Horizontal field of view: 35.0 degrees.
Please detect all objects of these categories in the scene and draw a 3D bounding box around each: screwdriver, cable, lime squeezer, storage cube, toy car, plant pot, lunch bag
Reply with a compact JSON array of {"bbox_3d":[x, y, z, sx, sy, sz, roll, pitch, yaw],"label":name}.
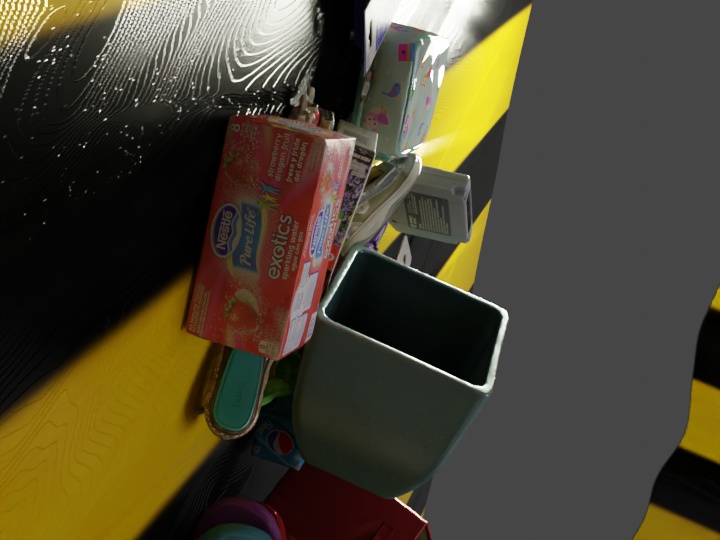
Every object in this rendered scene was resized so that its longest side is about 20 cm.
[{"bbox_3d":[-0.127,0.140,1.189,0.200,0.029,0.028,0,106,-78],"label":"screwdriver"},{"bbox_3d":[-0.071,-0.092,1.171,0.097,0.050,0.201,-86,-163,-60],"label":"cable"},{"bbox_3d":[-0.088,0.108,1.226,0.201,0.037,0.071,-65,149,-51],"label":"lime squeezer"},{"bbox_3d":[-0.031,0.345,1.423,0.171,0.179,0.200,-50,162,-15],"label":"storage cube"},{"bbox_3d":[-0.119,0.314,1.207,0.200,0.173,0.151,48,24,-75],"label":"toy car"},{"bbox_3d":[0.027,0.127,1.253,0.197,0.194,0.201,-61,175,-64],"label":"plant pot"},{"bbox_3d":[0.046,-0.217,1.396,0.200,0.076,0.162,-32,138,-72],"label":"lunch bag"}]

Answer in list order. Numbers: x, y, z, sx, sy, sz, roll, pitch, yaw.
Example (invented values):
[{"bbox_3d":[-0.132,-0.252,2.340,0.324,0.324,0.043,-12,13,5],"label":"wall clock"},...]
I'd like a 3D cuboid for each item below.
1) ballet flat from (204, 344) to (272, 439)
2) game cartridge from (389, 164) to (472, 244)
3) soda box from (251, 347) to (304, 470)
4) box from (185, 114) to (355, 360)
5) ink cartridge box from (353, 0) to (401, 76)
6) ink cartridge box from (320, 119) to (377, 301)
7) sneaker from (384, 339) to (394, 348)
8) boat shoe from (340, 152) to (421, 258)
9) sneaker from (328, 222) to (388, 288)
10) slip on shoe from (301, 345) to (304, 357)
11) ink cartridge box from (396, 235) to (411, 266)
[{"bbox_3d":[-0.111,0.070,1.124,0.202,0.070,0.065,-69,-167,-20],"label":"ballet flat"},{"bbox_3d":[0.091,-0.096,1.611,0.200,0.132,0.042,73,35,-69],"label":"game cartridge"},{"bbox_3d":[-0.065,0.156,1.400,0.200,0.064,0.068,-54,157,-59],"label":"soda box"},{"bbox_3d":[-0.079,-0.033,1.024,0.100,0.095,0.202,-29,133,-74],"label":"box"},{"bbox_3d":[0.025,-0.320,1.272,0.095,0.037,0.201,90,18,-54],"label":"ink cartridge box"},{"bbox_3d":[-0.037,-0.053,1.229,0.109,0.050,0.202,-82,-167,-73],"label":"ink cartridge box"},{"bbox_3d":[0.040,0.147,1.400,0.076,0.087,0.202,-110,-148,-66],"label":"sneaker"},{"bbox_3d":[0.015,-0.092,1.402,0.074,0.065,0.202,-46,-174,49],"label":"boat shoe"},{"bbox_3d":[0.000,0.000,1.421,0.081,0.083,0.201,70,35,-47],"label":"sneaker"},{"bbox_3d":[-0.011,0.071,1.438,0.061,0.075,0.201,60,34,-27],"label":"slip on shoe"},{"bbox_3d":[0.007,0.050,1.578,0.116,0.066,0.202,70,38,-72],"label":"ink cartridge box"}]
